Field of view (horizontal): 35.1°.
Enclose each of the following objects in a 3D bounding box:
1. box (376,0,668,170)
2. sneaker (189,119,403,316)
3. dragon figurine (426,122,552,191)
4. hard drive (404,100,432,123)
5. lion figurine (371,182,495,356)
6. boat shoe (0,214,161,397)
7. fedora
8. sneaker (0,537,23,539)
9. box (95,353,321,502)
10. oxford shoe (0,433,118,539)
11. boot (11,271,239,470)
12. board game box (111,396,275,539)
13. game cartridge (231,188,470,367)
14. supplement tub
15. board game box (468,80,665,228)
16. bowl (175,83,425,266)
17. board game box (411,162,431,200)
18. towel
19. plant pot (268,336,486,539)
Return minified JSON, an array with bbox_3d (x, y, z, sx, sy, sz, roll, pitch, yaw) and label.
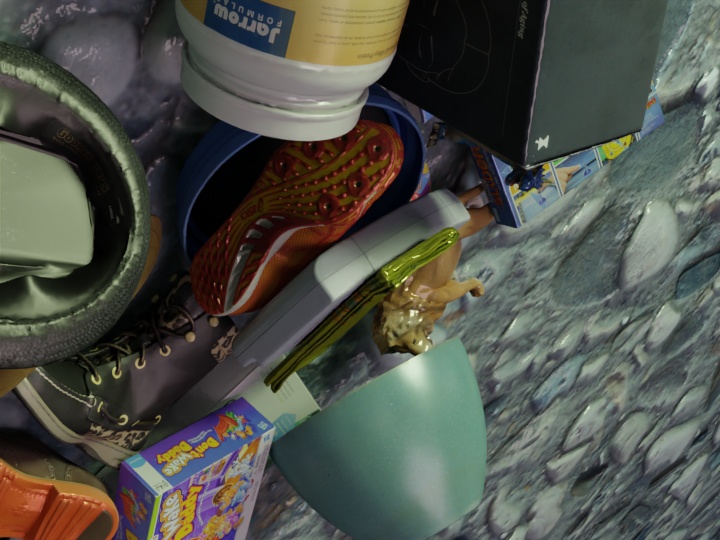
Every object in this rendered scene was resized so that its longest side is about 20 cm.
[{"bbox_3d":[0.095,-0.206,0.756,0.123,0.196,0.203,-17,128,-31],"label":"box"},{"bbox_3d":[-0.042,-0.040,0.802,0.199,0.074,0.077,-37,166,31],"label":"sneaker"},{"bbox_3d":[0.112,-0.112,0.875,0.200,0.098,0.060,-49,160,-67],"label":"dragon figurine"},{"bbox_3d":[0.106,-0.228,0.928,0.199,0.025,0.133,-41,146,-13],"label":"hard drive"},{"bbox_3d":[0.075,-0.015,1.070,0.121,0.072,0.203,-13,126,-43],"label":"lion figurine"},{"bbox_3d":[-0.211,0.008,0.757,0.200,0.068,0.075,-42,150,-50],"label":"boat shoe"},{"bbox_3d":[-0.223,-0.033,0.654,0.198,0.091,0.204,8,77,-38],"label":"fedora"},{"bbox_3d":[-0.258,0.268,0.908,0.199,0.114,0.081,45,44,-20],"label":"sneaker"},{"bbox_3d":[-0.132,0.160,1.025,0.200,0.036,0.145,-42,146,-9],"label":"box"},{"bbox_3d":[-0.273,0.152,0.833,0.199,0.073,0.072,33,99,-37],"label":"oxford shoe"},{"bbox_3d":[-0.174,0.062,0.847,0.150,0.073,0.200,-43,150,-7],"label":"boot"},{"bbox_3d":[-0.152,0.219,0.973,0.134,0.045,0.202,-25,142,-45],"label":"board game box"},{"bbox_3d":[0.000,0.000,0.869,0.133,0.041,0.199,-37,176,39],"label":"game cartridge"},{"bbox_3d":[-0.034,-0.197,0.690,0.143,0.144,0.202,-14,133,-40],"label":"supplement tub"},{"bbox_3d":[0.183,-0.149,1.033,0.199,0.034,0.137,-34,115,-22],"label":"board game box"},{"bbox_3d":[-0.047,-0.065,0.855,0.198,0.040,0.202,-21,149,-13],"label":"bowl"},{"bbox_3d":[0.001,-0.016,1.000,0.157,0.039,0.201,13,113,-53],"label":"board game box"},{"bbox_3d":[-0.002,0.033,0.864,0.086,0.018,0.200,-31,172,-40],"label":"towel"},{"bbox_3d":[0.034,0.168,1.005,0.198,0.136,0.200,-29,171,-5],"label":"plant pot"}]
